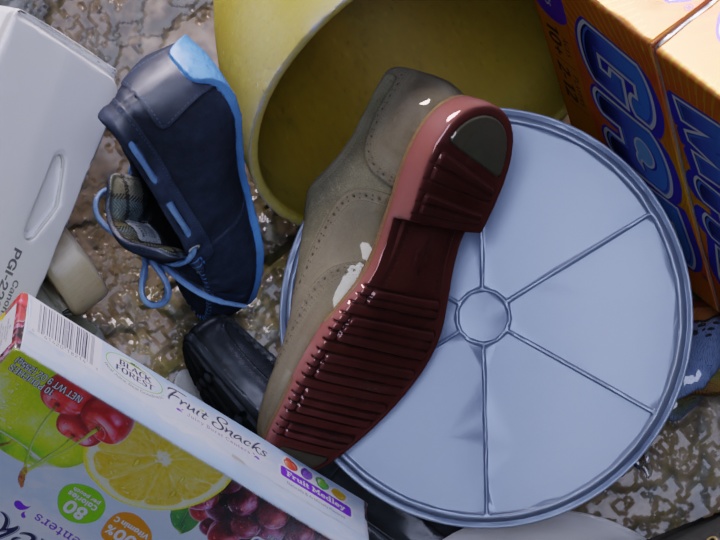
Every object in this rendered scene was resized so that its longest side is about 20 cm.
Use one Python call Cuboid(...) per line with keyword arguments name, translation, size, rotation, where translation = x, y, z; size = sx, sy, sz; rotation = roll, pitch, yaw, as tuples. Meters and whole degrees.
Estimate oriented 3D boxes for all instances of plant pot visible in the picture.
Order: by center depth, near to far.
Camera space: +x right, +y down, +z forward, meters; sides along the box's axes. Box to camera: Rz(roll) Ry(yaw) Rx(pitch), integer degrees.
Cuboid(name="plant pot", translation=(0.005, -0.139, 1.423), size=(0.199, 0.200, 0.142), rotation=(-28, 58, -6))

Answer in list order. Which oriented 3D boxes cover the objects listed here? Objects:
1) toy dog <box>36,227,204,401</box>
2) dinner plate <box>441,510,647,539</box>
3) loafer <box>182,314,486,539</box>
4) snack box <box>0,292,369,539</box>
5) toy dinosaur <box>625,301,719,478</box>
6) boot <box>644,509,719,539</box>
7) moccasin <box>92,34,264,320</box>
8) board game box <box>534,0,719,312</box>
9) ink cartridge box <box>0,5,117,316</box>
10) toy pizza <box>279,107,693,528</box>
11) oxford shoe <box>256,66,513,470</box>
Cuboid(name="toy dog", translation=(-0.139, 0.072, 1.432), size=(0.131, 0.096, 0.201), rotation=(-17, 96, -8))
Cuboid(name="dinner plate", translation=(0.092, 0.216, 1.396), size=(0.199, 0.024, 0.202), rotation=(1, 85, -12))
Cuboid(name="loafer", translation=(-0.005, 0.091, 1.434), size=(0.200, 0.068, 0.070), rotation=(44, 74, 0))
Cuboid(name="snack box", translation=(-0.115, 0.119, 1.332), size=(0.199, 0.053, 0.142), rotation=(33, 116, -20))
Cuboid(name="toy dinosaur", translation=(0.193, 0.031, 1.431), size=(0.181, 0.105, 0.200), rotation=(-38, 81, -11))
Cuboid(name="boot", translation=(0.158, 0.142, 1.335), size=(0.199, 0.138, 0.078), rotation=(-29, 85, -36))
Cuboid(name="moccasin", translation=(-0.096, -0.038, 1.388), size=(0.068, 0.200, 0.080), rotation=(-33, 57, -17))
Cuboid(name="board game box", translation=(0.227, -0.097, 1.359), size=(0.199, 0.200, 0.200), rotation=(-38, 51, -13))
Cuboid(name="ink cartridge box", translation=(-0.231, -0.058, 1.390), size=(0.199, 0.085, 0.146), rotation=(14, 78, 38))
Cuboid(name="toy pizza", translation=(0.060, 0.023, 1.389), size=(0.199, 0.032, 0.202), rotation=(0, 87, 8))
Cuboid(name="oxford shoe", translation=(0.000, 0.000, 1.360), size=(0.075, 0.070, 0.201), rotation=(36, 100, 41))
